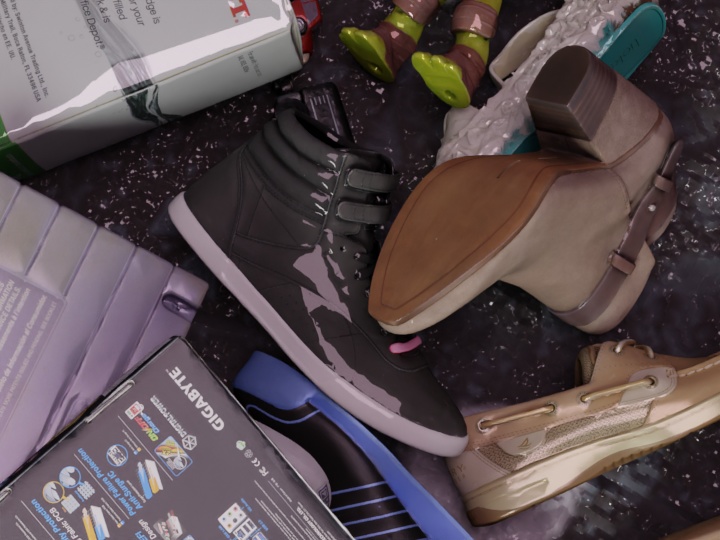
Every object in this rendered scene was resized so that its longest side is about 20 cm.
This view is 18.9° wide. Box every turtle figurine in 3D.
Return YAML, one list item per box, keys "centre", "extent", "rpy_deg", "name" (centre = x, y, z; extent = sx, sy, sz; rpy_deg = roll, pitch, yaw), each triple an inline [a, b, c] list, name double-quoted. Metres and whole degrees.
- centre: [0.058, -0.173, 1.181]
  extent: [0.199, 0.065, 0.162]
  rpy_deg: [28, 73, 19]
  name: "turtle figurine"

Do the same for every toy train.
- centre: [-0.043, -0.139, 1.174]
  extent: [0.045, 0.034, 0.202]
  rpy_deg: [-15, 81, -14]
  name: "toy train"

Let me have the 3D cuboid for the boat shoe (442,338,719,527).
- centre: [0.137, 0.066, 1.134]
  extent: [0.198, 0.071, 0.065]
  rpy_deg: [-23, 82, -11]
  name: "boat shoe"

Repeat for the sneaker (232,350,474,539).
- centre: [-0.004, 0.132, 1.101]
  extent: [0.200, 0.070, 0.078]
  rpy_deg: [45, 79, 6]
  name: "sneaker"

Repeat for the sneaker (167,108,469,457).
- centre: [0.000, 0.000, 1.100]
  extent: [0.200, 0.071, 0.099]
  rpy_deg: [45, 106, 11]
  name: "sneaker"

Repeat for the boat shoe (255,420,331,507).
- centre: [-0.115, 0.091, 1.069]
  extent: [0.199, 0.071, 0.070]
  rpy_deg: [28, 41, 14]
  name: "boat shoe"

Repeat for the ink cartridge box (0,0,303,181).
- centre: [-0.143, -0.143, 1.118]
  extent: [0.198, 0.083, 0.148]
  rpy_deg: [-21, 80, 0]
  name: "ink cartridge box"

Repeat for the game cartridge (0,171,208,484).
- centre: [-0.169, 0.066, 1.012]
  extent: [0.129, 0.038, 0.201]
  rpy_deg: [27, 71, -6]
  name: "game cartridge"

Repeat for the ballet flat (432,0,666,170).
- centre: [0.086, -0.083, 1.173]
  extent: [0.072, 0.072, 0.200]
  rpy_deg: [41, 74, 3]
  name: "ballet flat"

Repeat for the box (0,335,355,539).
- centre: [-0.077, 0.155, 0.966]
  extent: [0.159, 0.046, 0.200]
  rpy_deg: [-41, 93, -9]
  name: "box"

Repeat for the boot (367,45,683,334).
- centre: [0.096, -0.013, 1.114]
  extent: [0.070, 0.146, 0.200]
  rpy_deg: [29, 72, 40]
  name: "boot"

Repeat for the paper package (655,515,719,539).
- centre: [0.252, 0.203, 1.104]
  extent: [0.198, 0.103, 0.192]
  rpy_deg: [-18, 82, -12]
  name: "paper package"
